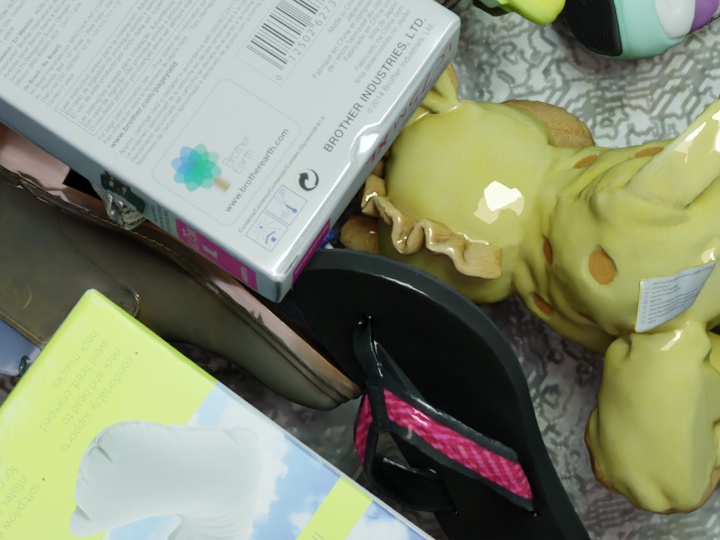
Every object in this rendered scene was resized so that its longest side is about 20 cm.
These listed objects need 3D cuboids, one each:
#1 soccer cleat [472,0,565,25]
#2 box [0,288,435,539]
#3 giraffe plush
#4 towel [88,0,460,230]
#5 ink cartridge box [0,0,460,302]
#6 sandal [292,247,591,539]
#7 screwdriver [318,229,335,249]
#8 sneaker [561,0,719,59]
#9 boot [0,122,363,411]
[{"bbox_3d":[0.018,-0.179,0.934,0.084,0.065,0.200,-42,77,3],"label":"soccer cleat"},{"bbox_3d":[-0.056,0.114,0.910,0.200,0.048,0.122,36,84,-4],"label":"box"},{"bbox_3d":[0.079,-0.011,0.939,0.162,0.200,0.173,19,91,30],"label":"giraffe plush"},{"bbox_3d":[-0.077,-0.144,0.958,0.192,0.035,0.200,-36,87,-26],"label":"towel"},{"bbox_3d":[-0.078,-0.092,0.885,0.200,0.042,0.119,34,75,6],"label":"ink cartridge box"},{"bbox_3d":[0.034,0.071,0.921,0.045,0.075,0.200,-57,130,-35],"label":"sandal"},{"bbox_3d":[0.000,0.000,0.926,0.200,0.028,0.029,42,92,-11],"label":"screwdriver"},{"bbox_3d":[0.124,-0.196,0.966,0.140,0.078,0.200,-23,106,-19],"label":"sneaker"},{"bbox_3d":[-0.097,0.018,0.970,0.200,0.075,0.097,36,97,10],"label":"boot"}]
